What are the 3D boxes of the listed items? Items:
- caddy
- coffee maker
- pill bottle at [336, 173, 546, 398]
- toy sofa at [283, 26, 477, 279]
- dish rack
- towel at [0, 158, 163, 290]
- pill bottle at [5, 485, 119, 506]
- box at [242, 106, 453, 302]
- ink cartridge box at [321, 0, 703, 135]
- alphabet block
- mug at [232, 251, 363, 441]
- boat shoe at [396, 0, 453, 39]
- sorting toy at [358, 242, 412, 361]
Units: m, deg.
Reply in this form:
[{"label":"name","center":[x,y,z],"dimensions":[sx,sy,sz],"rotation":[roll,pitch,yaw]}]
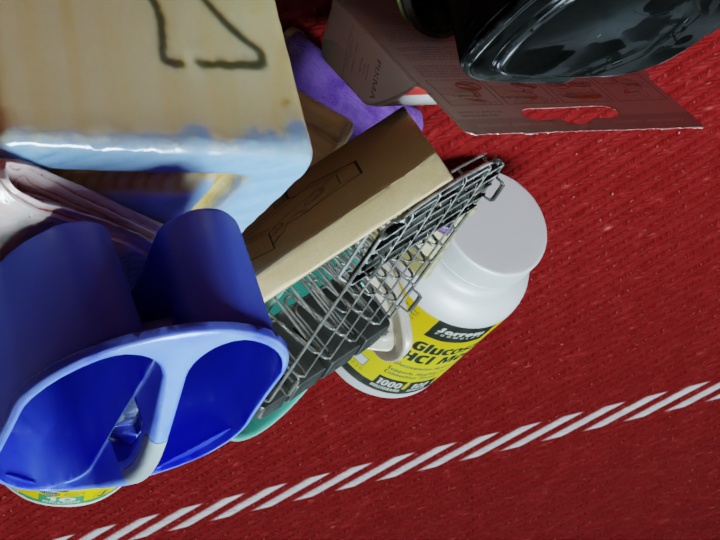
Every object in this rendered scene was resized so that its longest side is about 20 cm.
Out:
[{"label":"caddy","center":[-0.118,0.052,1.339],"dimensions":[0.141,0.105,0.200],"rotation":[-6,157,-22]},{"label":"coffee maker","center":[0.075,-0.200,1.333],"dimensions":[0.192,0.200,0.135],"rotation":[-10,158,-11]},{"label":"pill bottle","center":[0.054,0.008,1.962],"dimensions":[0.112,0.113,0.200],"rotation":[-2,156,-28]},{"label":"toy sofa","center":[-0.001,-0.073,1.709],"dimensions":[0.098,0.083,0.200],"rotation":[-58,150,2]},{"label":"dish rack","center":[0.000,0.000,1.603],"dimensions":[0.153,0.055,0.200],"rotation":[-34,165,-48]},{"label":"towel","center":[-0.208,0.010,1.362],"dimensions":[0.200,0.032,0.191],"rotation":[-24,156,22]},{"label":"pill bottle","center":[-0.179,0.074,1.637],"dimensions":[0.113,0.113,0.200],"rotation":[-10,166,-11]},{"label":"box","center":[-0.044,-0.021,1.529],"dimensions":[0.200,0.021,0.164],"rotation":[-33,-166,2]},{"label":"ink cartridge box","center":[0.088,-0.109,1.595],"dimensions":[0.161,0.200,0.050],"rotation":[-4,122,-24]},{"label":"alphabet block","center":[-0.165,-0.107,1.414],"dimensions":[0.195,0.200,0.196],"rotation":[2,153,-34]},{"label":"mug","center":[-0.081,0.005,1.737],"dimensions":[0.152,0.114,0.185],"rotation":[-25,143,-55]},{"label":"boat shoe","center":[0.051,-0.201,1.508],"dimensions":[0.072,0.061,0.201],"rotation":[-12,159,-7]},{"label":"sorting toy","center":[-0.079,0.013,1.924],"dimensions":[0.199,0.107,0.180],"rotation":[7,167,-14]}]
